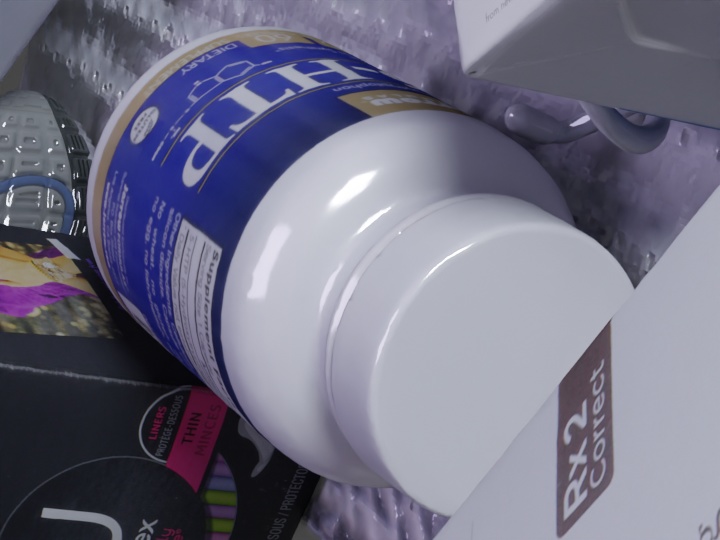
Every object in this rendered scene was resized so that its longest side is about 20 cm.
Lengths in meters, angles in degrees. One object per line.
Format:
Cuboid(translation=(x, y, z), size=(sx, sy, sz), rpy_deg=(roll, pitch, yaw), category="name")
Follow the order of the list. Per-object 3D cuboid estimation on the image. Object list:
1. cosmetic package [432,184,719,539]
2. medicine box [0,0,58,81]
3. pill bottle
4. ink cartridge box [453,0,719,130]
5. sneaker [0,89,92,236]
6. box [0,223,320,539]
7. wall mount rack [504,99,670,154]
Cuboid(translation=(0.121, 0.086, 0.404), size=(0.165, 0.165, 0.200), rpy_deg=(-88, 23, -43), category="cosmetic package")
Cuboid(translation=(-0.198, -0.171, 1.099), size=(0.182, 0.103, 0.200), rpy_deg=(-44, 28, 47), category="medicine box")
Cuboid(translation=(0.000, 0.000, 0.731), size=(0.200, 0.119, 0.120), rpy_deg=(34, 112, 58), category="pill bottle")
Cuboid(translation=(0.081, -0.144, 0.631), size=(0.068, 0.115, 0.201), rpy_deg=(-38, 50, 50), category="ink cartridge box")
Cuboid(translation=(-0.176, 0.014, 1.095), size=(0.087, 0.074, 0.201), rpy_deg=(180, 98, -66), category="sneaker")
Cuboid(translation=(-0.127, 0.060, 0.858), size=(0.123, 0.199, 0.106), rpy_deg=(-67, 31, 24), category="box")
Cuboid(translation=(0.022, -0.123, 0.671), size=(0.074, 0.174, 0.201), rpy_deg=(-23, 59, 30), category="wall mount rack")
